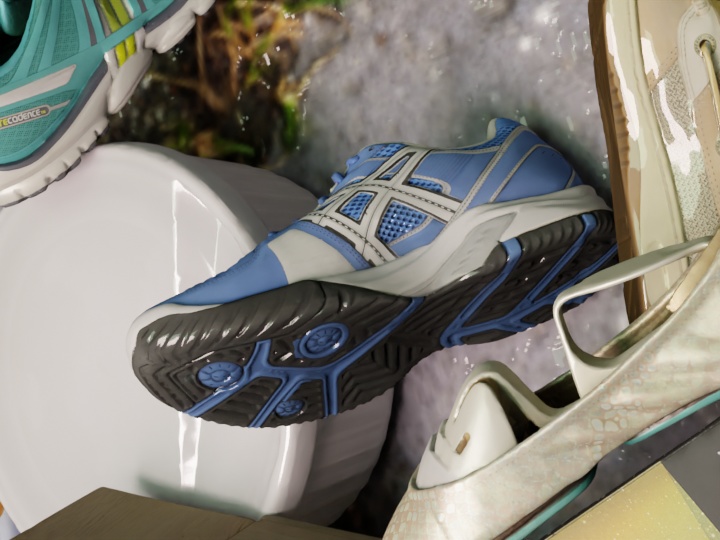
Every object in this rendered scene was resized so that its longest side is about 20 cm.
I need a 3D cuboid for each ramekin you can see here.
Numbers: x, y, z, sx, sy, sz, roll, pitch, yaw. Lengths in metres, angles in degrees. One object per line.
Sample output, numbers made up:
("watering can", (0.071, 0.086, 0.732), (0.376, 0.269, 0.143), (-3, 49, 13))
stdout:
("ramekin", (-0.073, 0.042, 1.025), (0.202, 0.094, 0.203), (5, 97, 41))

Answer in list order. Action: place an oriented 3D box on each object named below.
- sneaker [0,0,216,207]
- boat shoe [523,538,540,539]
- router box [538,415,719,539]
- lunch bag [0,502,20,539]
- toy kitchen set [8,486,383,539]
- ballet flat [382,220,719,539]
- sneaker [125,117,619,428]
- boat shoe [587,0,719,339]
("sneaker", (-0.118, -0.119, 1.002), (0.077, 0.200, 0.080), (2, 140, 46))
("boat shoe", (0.118, 0.146, 0.888), (0.200, 0.071, 0.064), (10, 100, 38))
("router box", (0.129, 0.165, 0.790), (0.157, 0.052, 0.200), (-36, 80, 6))
("lunch bag", (-0.189, 0.177, 1.121), (0.160, 0.075, 0.201), (-40, 52, 43))
("toy kitchen set", (-0.059, 0.201, 0.876), (0.199, 0.180, 0.164), (8, 109, 27))
("ballet flat", (0.073, 0.043, 0.834), (0.200, 0.067, 0.062), (-36, 99, 12))
("sneaker", (0.000, 0.000, 0.915), (0.076, 0.199, 0.077), (97, 150, -52))
("boat shoe", (0.123, -0.067, 0.872), (0.065, 0.072, 0.201), (-7, 89, 1))
